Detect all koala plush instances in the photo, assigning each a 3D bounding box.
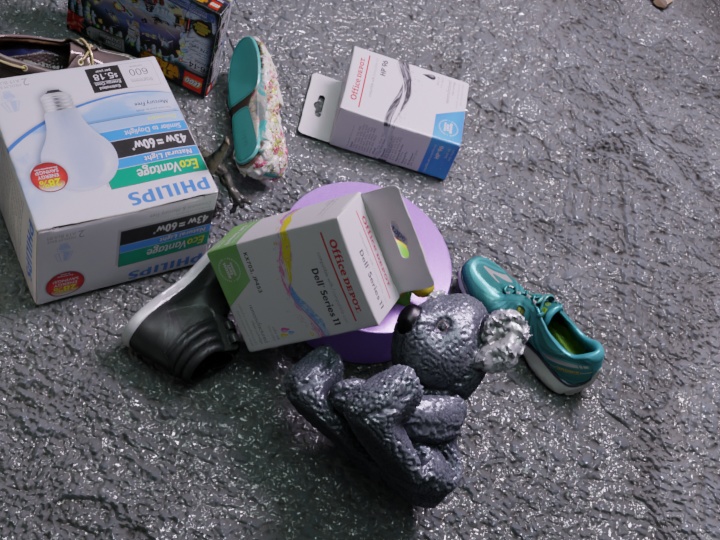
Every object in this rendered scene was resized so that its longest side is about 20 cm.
[{"bbox_3d":[0.064,0.105,1.061,0.184,0.176,0.201,48,68,-26],"label":"koala plush"}]

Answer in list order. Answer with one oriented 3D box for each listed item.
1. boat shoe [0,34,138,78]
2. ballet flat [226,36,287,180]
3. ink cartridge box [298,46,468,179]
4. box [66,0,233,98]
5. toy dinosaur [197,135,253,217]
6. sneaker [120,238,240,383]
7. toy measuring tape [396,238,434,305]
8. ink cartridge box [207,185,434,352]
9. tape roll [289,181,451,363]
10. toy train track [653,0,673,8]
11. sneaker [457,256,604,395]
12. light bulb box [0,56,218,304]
[{"bbox_3d":[-0.343,-0.239,1.264,0.196,0.060,0.073,1,54,-17],"label":"boat shoe"},{"bbox_3d":[-0.122,-0.189,1.299,0.063,0.075,0.203,28,47,-42],"label":"ballet flat"},{"bbox_3d":[0.030,-0.205,1.358,0.196,0.068,0.118,16,52,-6],"label":"ink cartridge box"},{"bbox_3d":[-0.256,-0.308,1.293,0.197,0.138,0.040,27,51,3],"label":"box"},{"bbox_3d":[-0.165,-0.103,1.188,0.047,0.199,0.089,-32,108,-18],"label":"toy dinosaur"},{"bbox_3d":[-0.146,0.040,1.129,0.099,0.071,0.200,40,59,10],"label":"sneaker"},{"bbox_3d":[-0.014,-0.013,1.124,0.196,0.074,0.075,16,52,-7],"label":"toy measuring tape"},{"bbox_3d":[-0.039,0.000,1.058,0.119,0.197,0.067,67,30,-16],"label":"ink cartridge box"},{"bbox_3d":[0.000,0.000,1.205,0.196,0.066,0.203,8,54,-11],"label":"tape roll"},{"bbox_3d":[0.416,-0.486,1.713,0.200,0.033,0.114,49,48,10],"label":"toy train track"},{"bbox_3d":[0.197,0.049,1.226,0.199,0.080,0.077,42,54,14],"label":"sneaker"},{"bbox_3d":[-0.280,-0.100,1.145,0.195,0.126,0.202,-15,60,-27],"label":"light bulb box"}]
